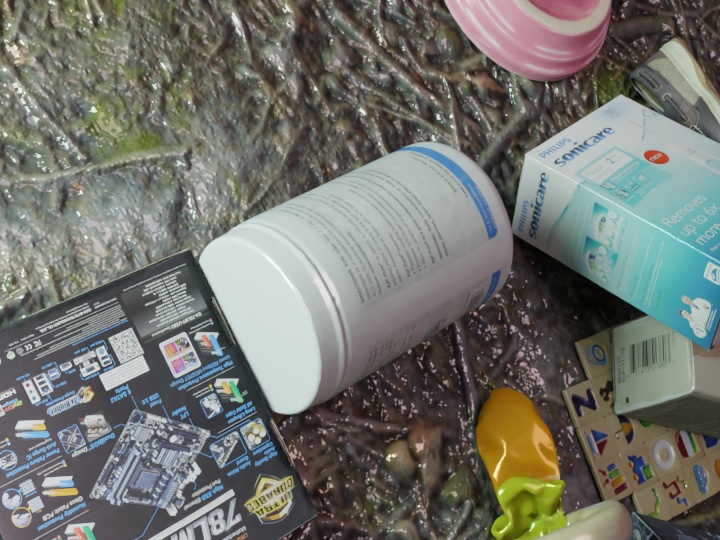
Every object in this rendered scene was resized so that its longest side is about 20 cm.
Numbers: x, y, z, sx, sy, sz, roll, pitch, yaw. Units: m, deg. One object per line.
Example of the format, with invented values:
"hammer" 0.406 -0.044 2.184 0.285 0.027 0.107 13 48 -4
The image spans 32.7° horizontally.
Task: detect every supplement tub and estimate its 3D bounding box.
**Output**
"supplement tub" 0.000 0.000 0.856 0.199 0.132 0.133 -27 89 -37

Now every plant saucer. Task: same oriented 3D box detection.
"plant saucer" 0.156 -0.273 1.107 0.199 0.051 0.202 13 66 -31

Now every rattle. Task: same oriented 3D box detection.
"rattle" 0.108 0.160 0.851 0.199 0.129 0.144 -2 86 -58

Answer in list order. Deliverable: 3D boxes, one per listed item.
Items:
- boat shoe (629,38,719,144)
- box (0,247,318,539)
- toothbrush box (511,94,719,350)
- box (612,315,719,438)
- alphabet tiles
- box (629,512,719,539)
"boat shoe" 0.301 -0.130 1.106 0.072 0.065 0.201 43 22 -44
"box" -0.149 0.113 0.767 0.199 0.050 0.200 -26 90 -38
"toothbrush box" 0.247 -0.046 1.003 0.199 0.086 0.146 34 47 31
"box" 0.320 0.096 1.054 0.199 0.095 0.078 16 64 -30
"alphabet tiles" 0.259 0.123 1.065 0.199 0.006 0.168 -16 83 -37
"box" 0.319 0.269 0.964 0.199 0.160 0.044 20 103 -27
